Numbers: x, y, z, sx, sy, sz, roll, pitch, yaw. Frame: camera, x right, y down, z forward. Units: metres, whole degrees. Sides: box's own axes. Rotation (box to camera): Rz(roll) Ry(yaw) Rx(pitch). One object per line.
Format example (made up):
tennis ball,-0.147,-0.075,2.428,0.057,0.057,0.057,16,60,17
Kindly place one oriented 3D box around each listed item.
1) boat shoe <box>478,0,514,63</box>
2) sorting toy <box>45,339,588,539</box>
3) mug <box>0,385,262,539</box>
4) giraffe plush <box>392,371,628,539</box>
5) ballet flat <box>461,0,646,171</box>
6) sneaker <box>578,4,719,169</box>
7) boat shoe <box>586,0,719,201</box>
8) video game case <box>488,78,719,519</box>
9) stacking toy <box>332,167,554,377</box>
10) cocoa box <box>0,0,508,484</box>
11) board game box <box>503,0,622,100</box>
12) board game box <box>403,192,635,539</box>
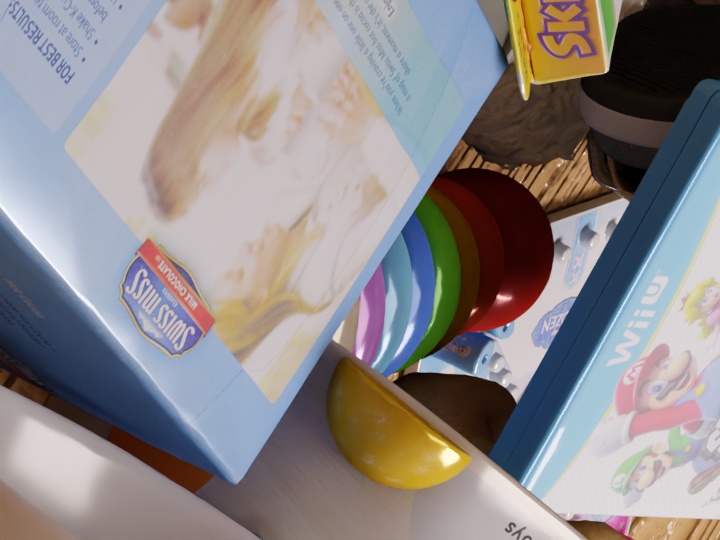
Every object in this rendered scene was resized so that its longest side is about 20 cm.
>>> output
boat shoe,0.002,-0.128,0.770,0.060,0.072,0.202,-44,138,-33
sorting toy,-0.018,0.127,0.722,0.200,0.107,0.180,40,82,-22
mug,-0.067,0.141,0.611,0.200,0.148,0.175,32,93,-34
giraffe plush,-0.006,0.151,0.886,0.173,0.162,0.200,-31,96,-49
ballet flat,0.072,-0.127,0.887,0.072,0.072,0.200,8,103,-60
sneaker,0.128,-0.026,0.920,0.200,0.084,0.121,-16,123,-49
boat shoe,0.114,-0.052,1.014,0.073,0.074,0.200,-47,136,-7
video game case,0.138,0.017,0.887,0.200,0.018,0.143,7,118,-46
stacking toy,0.000,0.000,0.864,0.200,0.085,0.085,-12,121,-63
cocoa box,-0.075,-0.066,0.625,0.133,0.131,0.200,-58,149,-14
board game box,0.054,-0.125,0.753,0.200,0.030,0.096,-66,147,-61
board game box,0.072,0.071,1.069,0.200,0.026,0.200,-19,126,-53
